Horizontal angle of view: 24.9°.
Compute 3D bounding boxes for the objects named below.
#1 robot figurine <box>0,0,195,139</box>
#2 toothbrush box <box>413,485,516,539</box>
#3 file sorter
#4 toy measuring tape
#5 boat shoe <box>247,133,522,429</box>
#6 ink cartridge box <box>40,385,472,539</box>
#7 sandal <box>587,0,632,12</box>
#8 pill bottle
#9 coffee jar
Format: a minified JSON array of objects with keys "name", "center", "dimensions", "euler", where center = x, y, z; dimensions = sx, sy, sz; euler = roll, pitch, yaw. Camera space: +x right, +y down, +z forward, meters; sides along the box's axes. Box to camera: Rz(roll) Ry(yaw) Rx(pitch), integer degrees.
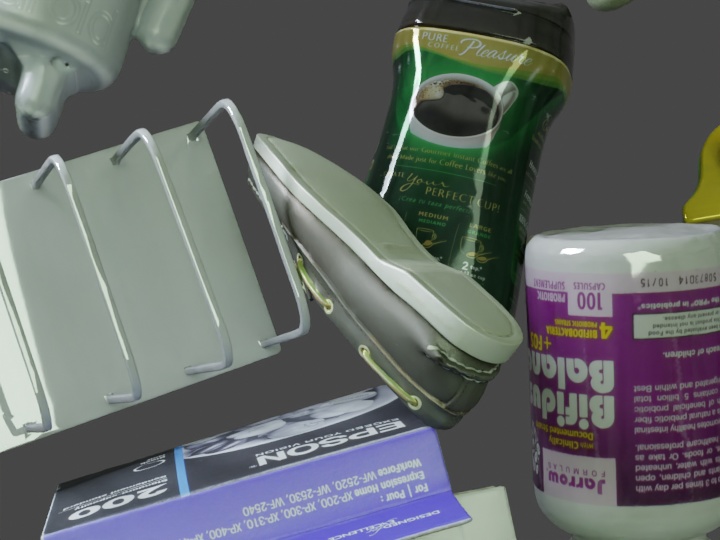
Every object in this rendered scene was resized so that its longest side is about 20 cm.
[{"name":"robot figurine","center":[-0.171,-0.177,0.907],"dimensions":[0.170,0.113,0.200],"euler":[18,79,-11]},{"name":"toothbrush box","center":[0.021,0.226,0.860],"dimensions":[0.146,0.086,0.200],"euler":[-11,81,-7]},{"name":"file sorter","center":[-0.142,0.006,0.839],"dimensions":[0.200,0.125,0.139],"euler":[-19,89,-19]},{"name":"toy measuring tape","center":[0.192,-0.048,0.940],"dimensions":[0.200,0.074,0.074],"euler":[-10,80,9]},{"name":"boat shoe","center":[-0.002,0.000,0.826],"dimensions":[0.202,0.072,0.060],"euler":[44,114,37]},{"name":"ink cartridge box","center":[-0.059,0.115,0.817],"dimensions":[0.198,0.200,0.043],"euler":[-16,97,-7]},{"name":"sandal","center":[0.225,-0.199,0.967],"dimensions":[0.201,0.080,0.057],"euler":[-31,100,-3]},{"name":"pill bottle","center":[0.146,0.078,0.872],"dimensions":[0.112,0.112,0.200],"euler":[-4,95,-5]},{"name":"coffee jar","center":[0.055,-0.060,0.913],"dimensions":[0.104,0.085,0.200],"euler":[13,79,13]}]
